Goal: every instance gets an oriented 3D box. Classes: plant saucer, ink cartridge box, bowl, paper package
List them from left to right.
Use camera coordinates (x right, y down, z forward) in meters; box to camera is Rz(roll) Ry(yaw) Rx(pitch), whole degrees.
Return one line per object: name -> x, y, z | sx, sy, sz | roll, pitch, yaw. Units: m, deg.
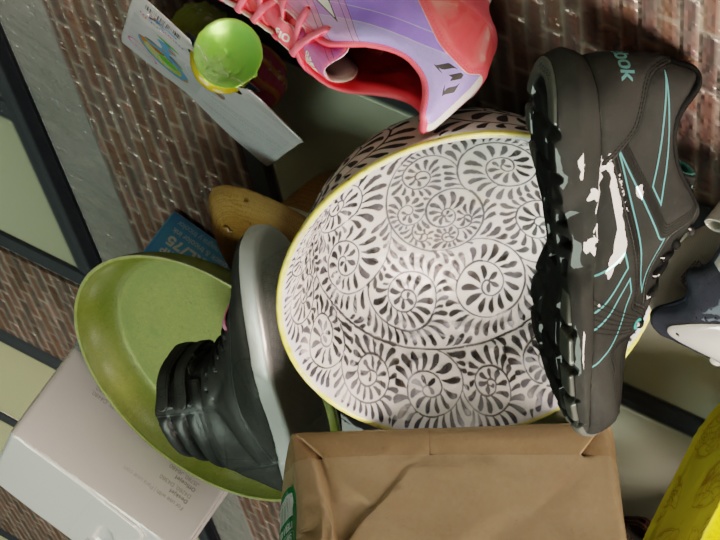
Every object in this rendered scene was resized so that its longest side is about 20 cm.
ink cartridge box -> -0.142, 0.096, 1.413 | 0.146, 0.201, 0.147 | 36, 156, -3
plant saucer -> -0.091, 0.062, 1.257 | 0.199, 0.031, 0.201 | 21, 138, 20
paper package -> 0.049, 0.175, 1.116 | 0.189, 0.104, 0.201 | -2, 151, -3
bowl -> 0.052, -0.017, 1.047 | 0.199, 0.095, 0.202 | -4, 130, -5

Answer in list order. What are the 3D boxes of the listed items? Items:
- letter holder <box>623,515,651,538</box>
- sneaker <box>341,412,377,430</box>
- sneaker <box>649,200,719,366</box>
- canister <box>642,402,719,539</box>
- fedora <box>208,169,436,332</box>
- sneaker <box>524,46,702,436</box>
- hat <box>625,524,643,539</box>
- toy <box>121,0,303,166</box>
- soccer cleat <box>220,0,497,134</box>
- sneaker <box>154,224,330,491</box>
letter holder -> 0.202, 0.218, 1.320 | 0.143, 0.100, 0.200 | 66, 155, 5
sneaker -> 0.017, 0.168, 1.478 | 0.200, 0.088, 0.075 | 46, 154, -23
sneaker -> 0.204, 0.033, 1.005 | 0.129, 0.080, 0.200 | 32, 161, 23
canister -> 0.264, 0.178, 1.108 | 0.199, 0.149, 0.087 | 36, 155, -6
fedora -> 0.000, 0.000, 1.198 | 0.200, 0.082, 0.201 | 37, 160, 16
sneaker -> 0.124, -0.010, 0.948 | 0.076, 0.078, 0.202 | -115, 19, -59
hat -> 0.141, 0.253, 1.258 | 0.201, 0.080, 0.202 | 46, 145, 45
toy -> -0.075, -0.114, 1.101 | 0.115, 0.047, 0.200 | 41, 177, -6
soccer cleat -> -0.025, -0.133, 0.991 | 0.199, 0.077, 0.067 | 25, 155, 20
sneaker -> -0.079, 0.052, 1.155 | 0.098, 0.071, 0.201 | 11, 135, 19
